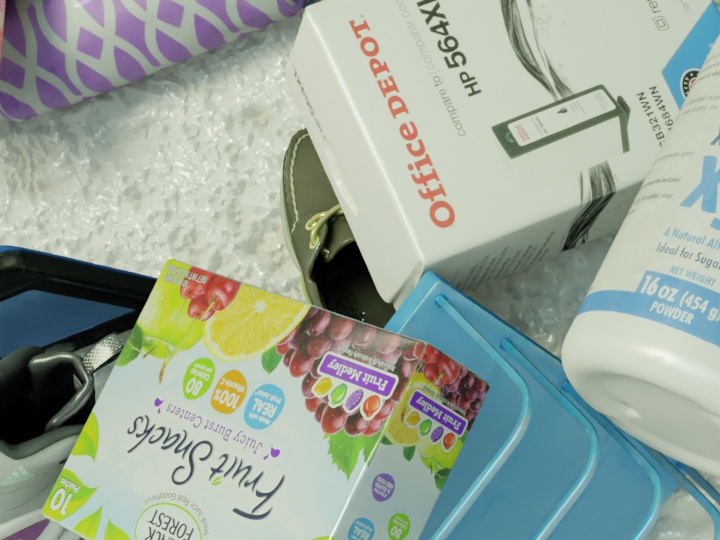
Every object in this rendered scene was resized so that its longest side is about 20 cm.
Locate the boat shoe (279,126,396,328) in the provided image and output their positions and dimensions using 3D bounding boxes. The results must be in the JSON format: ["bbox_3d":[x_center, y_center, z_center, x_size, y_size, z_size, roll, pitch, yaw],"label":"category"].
[{"bbox_3d":[0.003,-0.001,1.066,0.072,0.060,0.203,-20,60,-1],"label":"boat shoe"}]

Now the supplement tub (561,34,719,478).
[{"bbox_3d":[0.187,-0.015,0.911,0.131,0.132,0.201,23,75,19],"label":"supplement tub"}]

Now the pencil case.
[{"bbox_3d":[-0.128,-0.153,1.141,0.199,0.084,0.086,-19,44,14],"label":"pencil case"}]

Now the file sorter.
[{"bbox_3d":[0.082,0.124,0.961,0.139,0.200,0.123,-53,32,6],"label":"file sorter"}]

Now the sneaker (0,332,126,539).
[{"bbox_3d":[-0.143,0.083,1.044,0.078,0.199,0.140,44,123,22],"label":"sneaker"}]

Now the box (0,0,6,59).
[{"bbox_3d":[-0.279,-0.135,1.125,0.200,0.102,0.095,-2,81,59],"label":"box"}]

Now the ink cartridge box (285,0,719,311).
[{"bbox_3d":[0.082,-0.086,1.019,0.199,0.084,0.147,-22,77,-15],"label":"ink cartridge box"}]

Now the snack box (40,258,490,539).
[{"bbox_3d":[-0.049,0.084,0.930,0.199,0.053,0.143,16,78,50],"label":"snack box"}]

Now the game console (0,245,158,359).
[{"bbox_3d":[-0.194,0.076,1.072,0.170,0.200,0.119,-20,77,19],"label":"game console"}]
